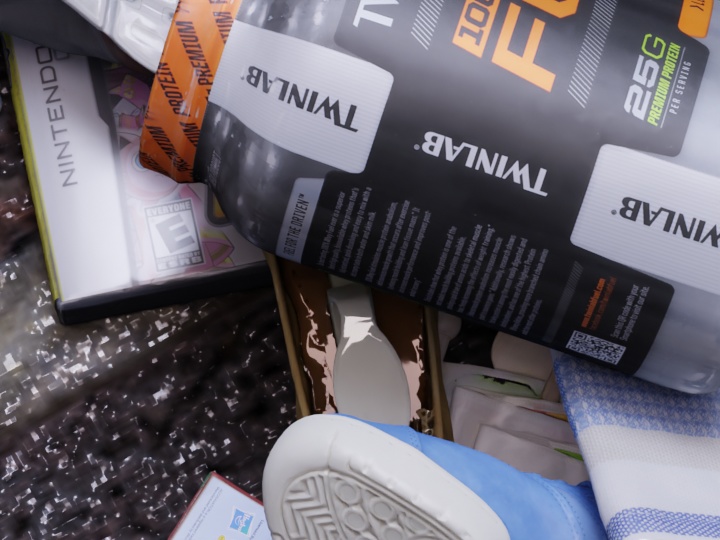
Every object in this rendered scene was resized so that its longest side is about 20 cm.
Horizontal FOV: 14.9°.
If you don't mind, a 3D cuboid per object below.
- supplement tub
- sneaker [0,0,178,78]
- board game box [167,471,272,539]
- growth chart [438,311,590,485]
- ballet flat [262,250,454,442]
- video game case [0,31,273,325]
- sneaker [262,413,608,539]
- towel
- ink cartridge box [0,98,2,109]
[{"bbox_3d":[0.039,-0.046,0.864,0.200,0.123,0.123,18,74,0],"label":"supplement tub"},{"bbox_3d":[-0.091,-0.108,0.960,0.200,0.082,0.077,21,80,2],"label":"sneaker"},{"bbox_3d":[-0.061,0.179,0.931,0.103,0.019,0.200,31,79,9],"label":"board game box"},{"bbox_3d":[0.092,0.103,0.969,0.200,0.018,0.145,25,74,5],"label":"growth chart"},{"bbox_3d":[0.000,0.000,0.946,0.069,0.063,0.200,-12,80,-1],"label":"ballet flat"},{"bbox_3d":[-0.031,-0.086,1.014,0.200,0.026,0.181,-11,74,-6],"label":"video game case"},{"bbox_3d":[0.065,0.089,0.900,0.200,0.077,0.111,32,41,-6],"label":"sneaker"},{"bbox_3d":[0.129,0.038,0.917,0.147,0.024,0.200,7,36,-17],"label":"towel"},{"bbox_3d":[-0.233,-0.083,0.958,0.200,0.116,0.067,21,75,4],"label":"ink cartridge box"}]
